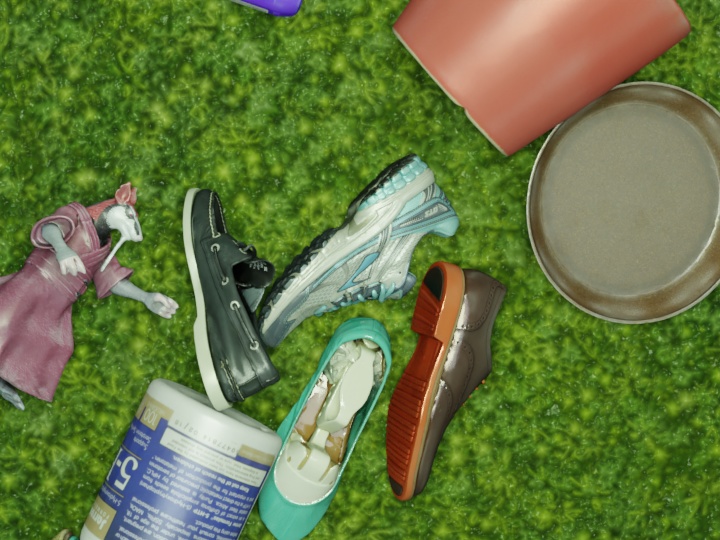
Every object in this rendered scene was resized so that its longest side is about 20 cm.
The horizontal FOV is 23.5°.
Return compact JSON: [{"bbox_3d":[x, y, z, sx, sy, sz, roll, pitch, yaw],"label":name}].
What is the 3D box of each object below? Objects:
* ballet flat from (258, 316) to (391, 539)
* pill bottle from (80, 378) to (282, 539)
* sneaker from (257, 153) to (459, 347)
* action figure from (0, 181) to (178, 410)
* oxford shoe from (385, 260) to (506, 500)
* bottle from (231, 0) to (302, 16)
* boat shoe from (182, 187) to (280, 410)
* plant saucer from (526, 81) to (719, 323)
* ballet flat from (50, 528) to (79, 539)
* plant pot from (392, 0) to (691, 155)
[{"bbox_3d":[-0.031,0.131,1.419,0.067,0.070,0.201,24,89,-5],"label":"ballet flat"},{"bbox_3d":[-0.155,0.200,1.384,0.119,0.120,0.201,25,88,-5],"label":"pill bottle"},{"bbox_3d":[0.000,0.000,1.418,0.200,0.078,0.086,-44,97,-3],"label":"sneaker"},{"bbox_3d":[-0.248,0.007,1.402,0.148,0.134,0.201,25,71,36],"label":"action figure"},{"bbox_3d":[0.073,0.097,1.430,0.072,0.071,0.202,12,99,-23],"label":"oxford shoe"},{"bbox_3d":[-0.133,-0.273,1.407,0.198,0.065,0.084,18,89,-5],"label":"bottle"},{"bbox_3d":[-0.099,0.014,1.374,0.066,0.075,0.201,-15,51,8],"label":"boat shoe"},{"bbox_3d":[0.230,-0.057,1.446,0.198,0.032,0.202,-2,98,-12],"label":"plant saucer"},{"bbox_3d":[-0.274,0.308,1.406,0.070,0.071,0.202,7,90,-5],"label":"ballet flat"},{"bbox_3d":[0.135,-0.202,1.379,0.177,0.200,0.201,-43,94,8],"label":"plant pot"}]
